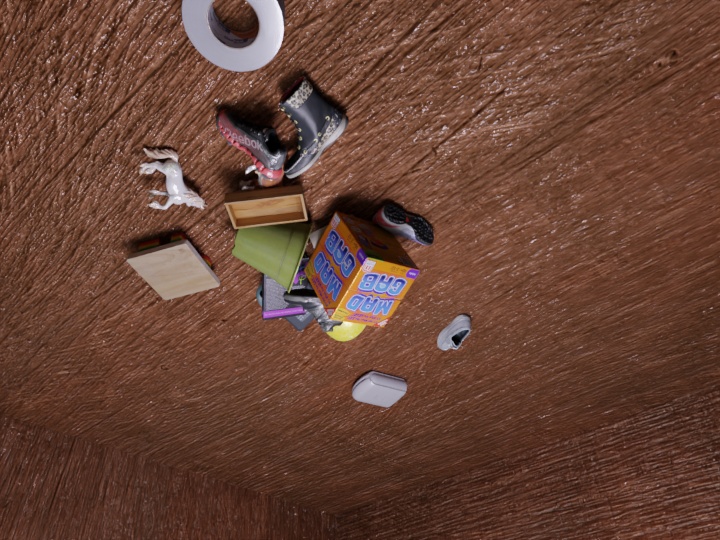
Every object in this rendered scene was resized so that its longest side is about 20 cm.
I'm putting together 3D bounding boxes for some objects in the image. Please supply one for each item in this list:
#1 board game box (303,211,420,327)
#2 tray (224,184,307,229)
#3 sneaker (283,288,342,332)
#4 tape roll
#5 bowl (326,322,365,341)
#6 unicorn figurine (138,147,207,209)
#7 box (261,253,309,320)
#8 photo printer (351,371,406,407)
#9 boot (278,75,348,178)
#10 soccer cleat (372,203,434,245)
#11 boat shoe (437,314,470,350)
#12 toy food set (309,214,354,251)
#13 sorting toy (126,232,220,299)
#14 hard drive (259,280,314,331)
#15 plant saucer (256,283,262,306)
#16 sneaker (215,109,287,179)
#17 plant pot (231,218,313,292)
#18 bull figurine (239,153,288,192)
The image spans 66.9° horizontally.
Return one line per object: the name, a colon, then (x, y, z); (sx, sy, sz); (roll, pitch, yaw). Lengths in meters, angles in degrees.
board game box: (0.000, 0.000, 1.477); (0.196, 0.202, 0.203); (12, 121, -40)
tray: (-0.236, -0.161, 1.382); (0.192, 0.038, 0.100); (-7, 145, -1)
sneaker: (-0.128, 0.116, 1.549); (0.192, 0.076, 0.118); (9, 105, -13)
tape roll: (-0.243, -0.498, 1.060); (0.192, 0.068, 0.204); (-2, 141, -1)
bowl: (-0.068, 0.101, 1.656); (0.196, 0.206, 0.107); (-26, 149, 26)
unicorn figurine: (-0.473, -0.211, 1.376); (0.132, 0.075, 0.204); (-10, 135, -9)
box: (-0.229, 0.050, 1.653); (0.138, 0.036, 0.206); (-6, 122, -22)
photo printer: (0.070, 0.488, 2.238); (0.195, 0.071, 0.167); (19, 136, -24)
boot: (-0.142, -0.327, 1.254); (0.202, 0.075, 0.153); (-40, 128, 17)
soccer cleat: (0.124, -0.122, 1.535); (0.196, 0.071, 0.072); (24, 153, -30)
boat shoe: (0.335, 0.241, 1.958); (0.068, 0.073, 0.203); (12, 138, -17)
toy food set: (-0.065, -0.056, 1.581); (0.140, 0.061, 0.204); (-25, 137, -11)
sorting toy: (-0.543, -0.018, 1.609); (0.193, 0.071, 0.201); (-13, 139, 12)
hard drive: (-0.207, 0.089, 1.728); (0.139, 0.033, 0.200); (-40, 127, 3)
plant saucer: (-0.247, 0.095, 1.792); (0.192, 0.028, 0.204); (-2, 139, -1)
sneaker: (-0.243, -0.306, 1.241); (0.200, 0.071, 0.098); (43, 128, 0)
plant pot: (-0.248, -0.068, 1.492); (0.184, 0.204, 0.202); (20, 137, -9)
bull figurine: (-0.240, -0.228, 1.373); (0.117, 0.067, 0.203); (0, 139, -22)
